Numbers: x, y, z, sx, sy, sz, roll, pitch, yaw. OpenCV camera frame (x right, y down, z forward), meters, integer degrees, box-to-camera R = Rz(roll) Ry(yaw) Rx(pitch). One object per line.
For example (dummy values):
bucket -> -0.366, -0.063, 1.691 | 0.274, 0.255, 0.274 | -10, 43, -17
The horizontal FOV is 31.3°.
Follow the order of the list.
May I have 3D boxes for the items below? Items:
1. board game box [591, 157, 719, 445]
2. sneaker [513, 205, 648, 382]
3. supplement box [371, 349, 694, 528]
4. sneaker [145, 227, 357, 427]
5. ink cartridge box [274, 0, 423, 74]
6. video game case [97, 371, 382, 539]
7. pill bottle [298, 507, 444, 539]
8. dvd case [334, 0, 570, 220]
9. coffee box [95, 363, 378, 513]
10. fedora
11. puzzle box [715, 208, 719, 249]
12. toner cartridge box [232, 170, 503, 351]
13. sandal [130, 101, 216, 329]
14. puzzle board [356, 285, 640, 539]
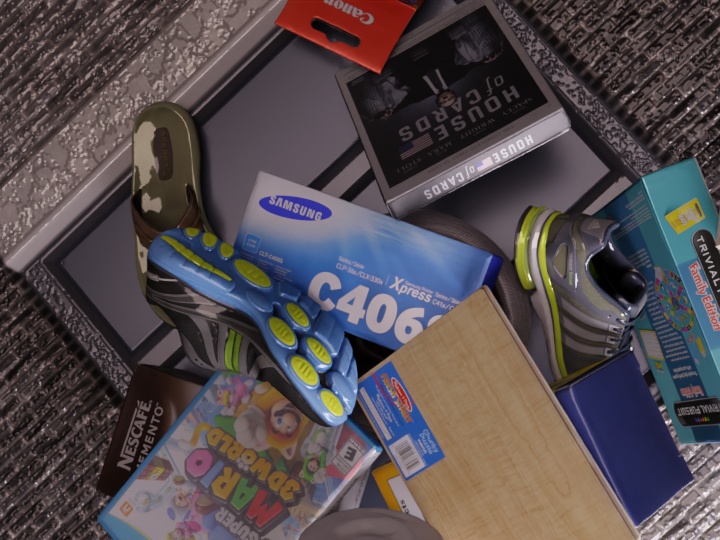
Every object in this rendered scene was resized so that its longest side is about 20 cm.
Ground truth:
board game box -> 0.249, 0.030, 0.976 | 0.047, 0.151, 0.202 | -20, 84, -6
sneaker -> 0.185, 0.039, 0.987 | 0.081, 0.074, 0.201 | 1, 130, 43
supplement box -> 0.127, 0.155, 0.971 | 0.199, 0.109, 0.110 | -29, 83, 37
sneaker -> -0.083, 0.048, 0.967 | 0.199, 0.071, 0.083 | 37, 130, 14
ink cartridge box -> 0.016, -0.277, 1.067 | 0.108, 0.050, 0.201 | 26, 78, 10
video game case -> -0.096, 0.165, 0.988 | 0.143, 0.018, 0.200 | 41, 96, 21
pill bottle -> 0.007, 0.288, 0.943 | 0.110, 0.111, 0.202 | 3, 107, 10
dvd case -> 0.066, -0.136, 1.018 | 0.149, 0.025, 0.201 | -28, 38, 7
coffee box -> -0.101, 0.159, 1.045 | 0.199, 0.080, 0.114 | 16, 88, 23
fedora -> 0.044, 0.044, 1.042 | 0.198, 0.090, 0.178 | -17, 83, 15
puzzle box -> 0.329, -0.076, 0.958 | 0.132, 0.025, 0.201 | 28, 60, -22
toner cartridge box -> 0.000, 0.000, 0.987 | 0.199, 0.043, 0.096 | 20, 92, 17
sandal -> -0.167, -0.046, 1.100 | 0.079, 0.057, 0.203 | -13, 85, 9
puzzle board -> 0.091, 0.132, 0.914 | 0.151, 0.017, 0.201 | -39, 76, 37
